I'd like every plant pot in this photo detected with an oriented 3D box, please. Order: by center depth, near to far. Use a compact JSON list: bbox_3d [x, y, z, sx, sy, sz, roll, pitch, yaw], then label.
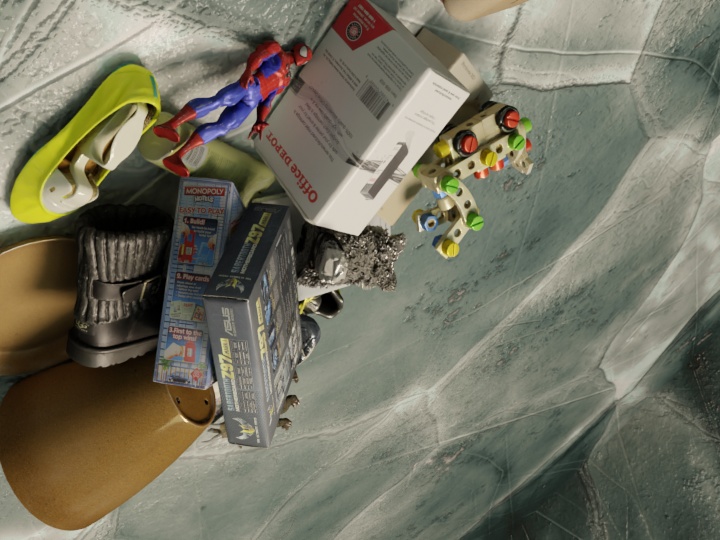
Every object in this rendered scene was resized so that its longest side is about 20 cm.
[{"bbox_3d":[-0.349,0.034,0.925,0.198,0.028,0.202,-25,145,-19],"label":"plant pot"},{"bbox_3d":[-0.268,0.170,0.971,0.198,0.189,0.186,-24,152,18],"label":"plant pot"}]

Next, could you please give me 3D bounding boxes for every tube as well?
[{"bbox_3d":[-0.158,-0.111,0.921,0.199,0.057,0.053,25,70,-62],"label":"tube"}]

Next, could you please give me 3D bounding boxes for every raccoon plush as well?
[{"bbox_3d":[0.000,0.000,0.977,0.132,0.201,0.098,16,112,-16],"label":"raccoon plush"}]

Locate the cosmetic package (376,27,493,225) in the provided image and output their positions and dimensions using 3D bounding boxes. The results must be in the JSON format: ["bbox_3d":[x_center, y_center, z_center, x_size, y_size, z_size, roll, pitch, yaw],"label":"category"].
[{"bbox_3d":[0.055,-0.165,1.009,0.201,0.073,0.103,-52,146,6],"label":"cosmetic package"}]

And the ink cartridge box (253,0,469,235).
[{"bbox_3d":[-0.005,-0.161,0.912,0.083,0.145,0.201,14,122,-51],"label":"ink cartridge box"}]

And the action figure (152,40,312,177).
[{"bbox_3d":[-0.114,-0.169,0.844,0.200,0.051,0.066,-49,145,-32],"label":"action figure"}]

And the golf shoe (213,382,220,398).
[{"bbox_3d":[-0.227,0.118,1.057,0.197,0.076,0.092,-15,138,20],"label":"golf shoe"}]

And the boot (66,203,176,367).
[{"bbox_3d":[-0.224,0.002,0.925,0.211,0.078,0.160,-29,136,-60],"label":"boot"}]

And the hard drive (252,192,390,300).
[{"bbox_3d":[-0.043,-0.040,1.072,0.198,0.026,0.134,-16,113,-37],"label":"hard drive"}]

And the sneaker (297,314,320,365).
[{"bbox_3d":[-0.110,0.075,1.087,0.198,0.078,0.086,-16,-162,48],"label":"sneaker"}]

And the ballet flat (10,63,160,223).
[{"bbox_3d":[-0.256,-0.105,0.804,0.200,0.067,0.067,-46,148,12],"label":"ballet flat"}]

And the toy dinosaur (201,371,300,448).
[{"bbox_3d":[-0.136,0.195,1.253,0.200,0.077,0.102,-48,162,24],"label":"toy dinosaur"}]

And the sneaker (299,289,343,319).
[{"bbox_3d":[-0.088,0.013,1.104,0.198,0.085,0.075,9,126,-50],"label":"sneaker"}]

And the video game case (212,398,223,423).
[{"bbox_3d":[-0.230,0.167,1.215,0.199,0.024,0.182,-40,148,2],"label":"video game case"}]

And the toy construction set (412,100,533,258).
[{"bbox_3d":[0.141,-0.119,1.005,0.199,0.091,0.133,-39,124,-29],"label":"toy construction set"}]

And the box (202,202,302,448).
[{"bbox_3d":[-0.106,0.057,0.893,0.050,0.159,0.203,4,128,9],"label":"box"}]

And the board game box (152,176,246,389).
[{"bbox_3d":[-0.151,0.000,0.925,0.200,0.061,0.204,-37,133,-76],"label":"board game box"}]

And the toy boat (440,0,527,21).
[{"bbox_3d":[0.152,-0.344,0.867,0.129,0.133,0.199,-23,-172,-22],"label":"toy boat"}]
